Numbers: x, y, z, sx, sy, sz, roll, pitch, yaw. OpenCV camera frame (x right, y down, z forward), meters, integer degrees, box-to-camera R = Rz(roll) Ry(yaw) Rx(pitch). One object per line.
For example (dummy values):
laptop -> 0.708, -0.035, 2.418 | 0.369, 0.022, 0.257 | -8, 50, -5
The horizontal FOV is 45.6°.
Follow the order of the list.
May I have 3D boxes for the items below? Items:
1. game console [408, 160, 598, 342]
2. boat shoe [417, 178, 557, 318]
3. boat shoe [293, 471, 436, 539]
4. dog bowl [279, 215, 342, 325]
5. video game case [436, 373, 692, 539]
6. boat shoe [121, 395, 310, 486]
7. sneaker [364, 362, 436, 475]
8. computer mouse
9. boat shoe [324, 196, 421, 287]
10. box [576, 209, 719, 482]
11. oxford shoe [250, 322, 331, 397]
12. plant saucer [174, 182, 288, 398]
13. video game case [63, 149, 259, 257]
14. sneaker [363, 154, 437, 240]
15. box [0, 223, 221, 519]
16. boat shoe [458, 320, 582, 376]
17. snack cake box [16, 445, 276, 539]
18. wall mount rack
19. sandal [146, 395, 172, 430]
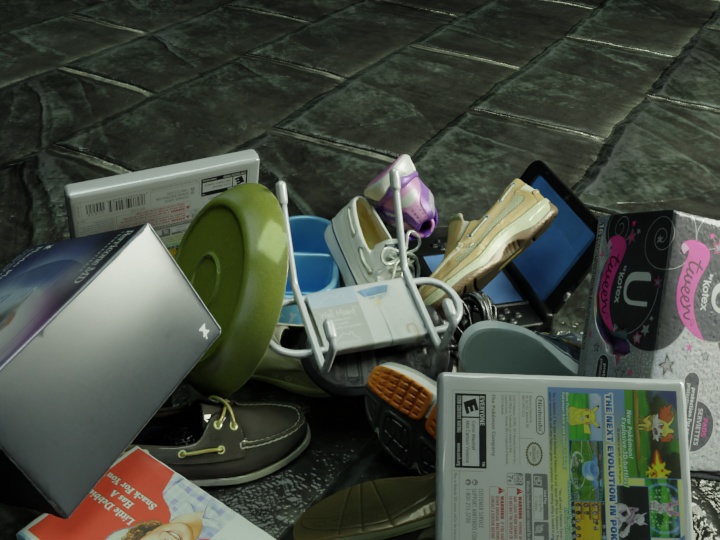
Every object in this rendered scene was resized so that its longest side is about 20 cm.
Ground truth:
game console -> 0.157, -0.029, 0.975 | 0.172, 0.118, 0.201 | -6, 33, -12
boat shoe -> 0.117, -0.025, 0.902 | 0.199, 0.072, 0.076 | -38, 74, -24
boat shoe -> 0.048, 0.198, 0.663 | 0.197, 0.067, 0.072 | -16, 16, 3
dog bowl -> -0.069, 0.001, 0.983 | 0.109, 0.050, 0.201 | 2, 32, 1
video game case -> 0.142, 0.178, 0.604 | 0.178, 0.022, 0.204 | 2, 76, 0
boat shoe -> -0.138, 0.145, 0.743 | 0.197, 0.062, 0.072 | -10, 33, -18
sneaker -> 0.094, 0.143, 0.742 | 0.198, 0.077, 0.092 | 34, 25, 14
computer mouse -> 0.035, 0.086, 0.806 | 0.196, 0.053, 0.141 | 4, 65, -13
boat shoe -> 0.031, -0.007, 0.925 | 0.074, 0.087, 0.204 | 13, 36, -38
box -> 0.265, 0.062, 0.710 | 0.129, 0.205, 0.115 | 9, -2, -16
oxford shoe -> -0.106, 0.075, 0.859 | 0.196, 0.059, 0.076 | 10, 35, 16
plant saucer -> -0.133, 0.014, 0.789 | 0.031, 0.203, 0.200 | 15, 20, -37
video game case -> -0.206, -0.035, 0.911 | 0.197, 0.184, 0.022 | -15, 51, -24
sneaker -> 0.054, -0.074, 1.046 | 0.080, 0.089, 0.200 | -42, -3, 0
box -> -0.256, 0.074, 0.696 | 0.196, 0.124, 0.201 | -5, 36, 40
boat shoe -> 0.167, 0.088, 0.797 | 0.198, 0.072, 0.091 | 26, 19, -19
snack cake box -> -0.137, 0.223, 0.616 | 0.198, 0.068, 0.115 | 23, 40, 31
wall mount rack -> 0.000, 0.000, 0.770 | 0.196, 0.075, 0.176 | -8, 54, -21
sandal -> -0.212, 0.076, 0.840 | 0.054, 0.082, 0.201 | 14, 29, -41
